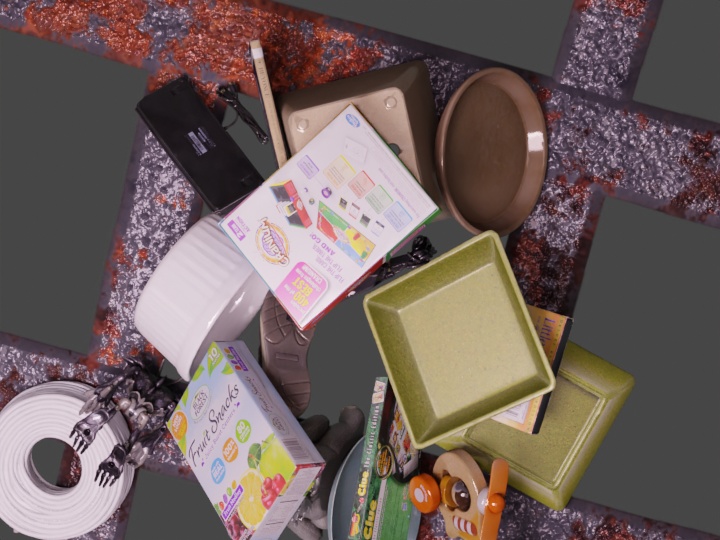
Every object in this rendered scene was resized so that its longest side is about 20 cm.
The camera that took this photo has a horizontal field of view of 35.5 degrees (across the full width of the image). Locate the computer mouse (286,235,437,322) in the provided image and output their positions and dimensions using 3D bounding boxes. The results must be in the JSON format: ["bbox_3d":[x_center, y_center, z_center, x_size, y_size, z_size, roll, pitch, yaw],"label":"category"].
[{"bbox_3d":[0.000,0.000,1.374,0.198,0.140,0.047,-24,93,15],"label":"computer mouse"}]

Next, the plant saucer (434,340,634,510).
[{"bbox_3d":[0.217,0.180,1.418,0.198,0.048,0.201,28,98,1],"label":"plant saucer"}]

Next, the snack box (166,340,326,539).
[{"bbox_3d":[-0.137,0.201,1.305,0.200,0.053,0.143,52,121,34],"label":"snack box"}]

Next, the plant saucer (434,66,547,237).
[{"bbox_3d":[0.154,-0.140,1.345,0.029,0.198,0.203,8,100,47],"label":"plant saucer"}]

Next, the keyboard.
[{"bbox_3d":[-0.179,-0.164,1.384,0.126,0.021,0.201,-31,67,-17],"label":"keyboard"}]

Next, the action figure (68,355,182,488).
[{"bbox_3d":[-0.291,0.181,1.396,0.102,0.200,0.119,-40,95,22],"label":"action figure"}]

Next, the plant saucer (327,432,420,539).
[{"bbox_3d":[0.009,0.297,1.399,0.038,0.200,0.204,0,98,34],"label":"plant saucer"}]

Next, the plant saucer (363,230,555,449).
[{"bbox_3d":[0.122,0.084,1.348,0.198,0.048,0.202,-28,73,25],"label":"plant saucer"}]

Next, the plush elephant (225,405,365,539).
[{"bbox_3d":[-0.102,0.258,1.407,0.153,0.199,0.167,7,99,24],"label":"plush elephant"}]

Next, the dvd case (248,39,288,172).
[{"bbox_3d":[-0.104,-0.170,1.355,0.016,0.149,0.203,-14,96,-4],"label":"dvd case"}]

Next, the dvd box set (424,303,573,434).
[{"bbox_3d":[0.148,0.098,1.379,0.198,0.029,0.148,18,92,30],"label":"dvd box set"}]

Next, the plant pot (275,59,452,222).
[{"bbox_3d":[0.002,-0.136,1.338,0.197,0.177,0.203,-13,95,5],"label":"plant pot"}]

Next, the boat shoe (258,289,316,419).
[{"bbox_3d":[-0.099,0.101,1.394,0.074,0.074,0.202,15,53,-14],"label":"boat shoe"}]

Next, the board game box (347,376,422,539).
[{"bbox_3d":[0.037,0.243,1.387,0.023,0.105,0.203,0,70,34],"label":"board game box"}]

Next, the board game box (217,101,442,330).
[{"bbox_3d":[-0.034,-0.058,1.226,0.200,0.040,0.154,-40,82,7],"label":"board game box"}]

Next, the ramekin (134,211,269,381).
[{"bbox_3d":[-0.184,0.025,1.364,0.097,0.200,0.202,36,98,6],"label":"ramekin"}]

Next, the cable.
[{"bbox_3d":[-0.395,0.248,1.464,0.197,0.069,0.203,-6,96,5],"label":"cable"}]

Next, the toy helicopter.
[{"bbox_3d":[0.148,0.310,1.354,0.078,0.132,0.202,-13,72,-35],"label":"toy helicopter"}]
